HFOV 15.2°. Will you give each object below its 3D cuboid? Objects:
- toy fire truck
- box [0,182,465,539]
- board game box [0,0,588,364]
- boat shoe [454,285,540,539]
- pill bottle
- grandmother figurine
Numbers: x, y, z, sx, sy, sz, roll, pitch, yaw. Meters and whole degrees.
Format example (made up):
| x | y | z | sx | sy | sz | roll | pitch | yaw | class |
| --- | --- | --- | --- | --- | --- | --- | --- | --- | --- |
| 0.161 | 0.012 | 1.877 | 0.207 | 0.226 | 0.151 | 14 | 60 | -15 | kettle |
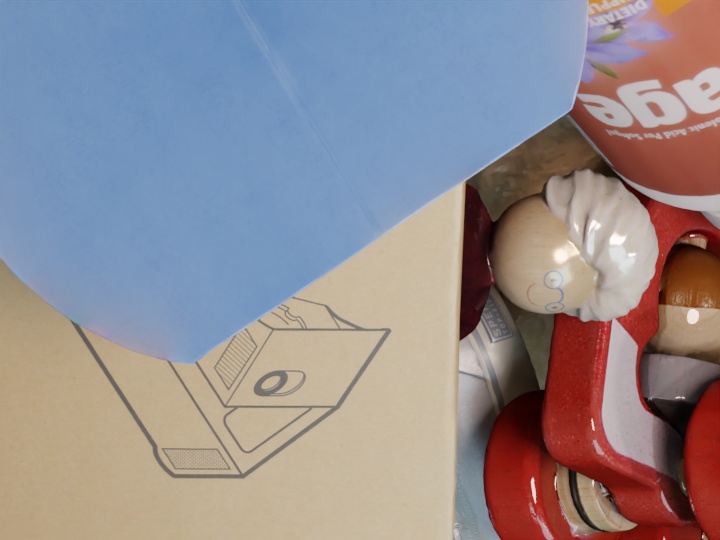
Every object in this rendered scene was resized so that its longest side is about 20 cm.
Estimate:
| x | y | z | sx | sy | sz | roll | pitch | yaw | class |
| --- | --- | --- | --- | --- | --- | --- | --- | --- | --- |
| 0.137 | 0.036 | 1.003 | 0.112 | 0.168 | 0.200 | -8 | 155 | 40 | toy fire truck |
| -0.047 | 0.009 | 0.870 | 0.163 | 0.021 | 0.200 | 1 | 115 | -2 | box |
| -0.029 | -0.071 | 0.796 | 0.200 | 0.158 | 0.039 | -34 | 164 | 8 | board game box |
| 0.035 | 0.088 | 1.066 | 0.071 | 0.070 | 0.201 | -18 | 134 | -8 | boat shoe |
| 0.106 | -0.089 | 0.866 | 0.112 | 0.112 | 0.200 | -35 | 140 | 11 | pill bottle |
| 0.000 | 0.000 | 0.908 | 0.200 | 0.061 | 0.121 | -5 | 149 | 6 | grandmother figurine |
